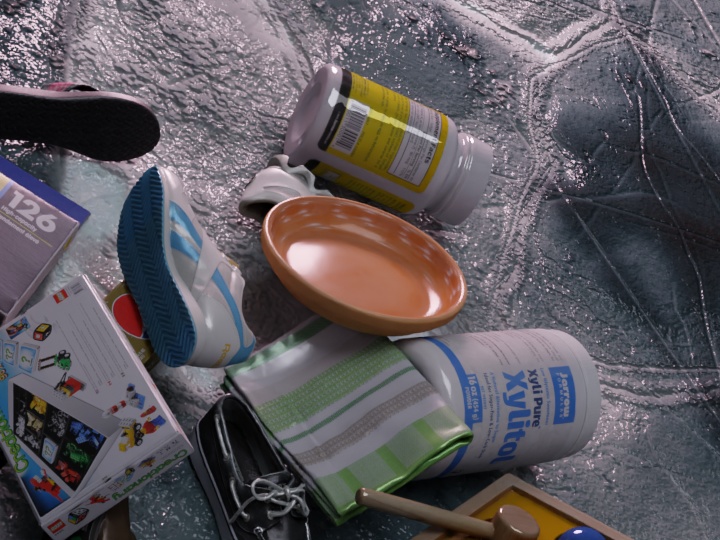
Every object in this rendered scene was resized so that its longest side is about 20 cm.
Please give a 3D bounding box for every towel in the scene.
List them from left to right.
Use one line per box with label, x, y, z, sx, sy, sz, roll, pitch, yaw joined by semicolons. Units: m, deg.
towel;-0.015;0.116;1.530;0.149;0.031;0.200;-32;49;-15

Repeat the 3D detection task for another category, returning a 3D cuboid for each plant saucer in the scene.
plant saucer;0.000;0.000;1.616;0.200;0.037;0.200;17;29;-10

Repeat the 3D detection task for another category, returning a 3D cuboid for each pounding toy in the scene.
pounding toy;0.116;0.252;1.478;0.200;0.142;0.184;26;32;29

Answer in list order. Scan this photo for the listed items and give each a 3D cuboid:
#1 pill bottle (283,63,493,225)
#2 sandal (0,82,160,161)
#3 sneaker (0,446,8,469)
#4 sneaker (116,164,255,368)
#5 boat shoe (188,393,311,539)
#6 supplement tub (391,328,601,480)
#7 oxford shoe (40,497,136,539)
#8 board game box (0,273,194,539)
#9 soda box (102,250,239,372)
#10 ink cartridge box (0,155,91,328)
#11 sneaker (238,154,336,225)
pill bottle;0.030;-0.127;1.838;0.200;0.114;0.114;23;41;-17
sandal;-0.283;-0.151;1.663;0.200;0.075;0.045;7;36;-28
sneaker;-0.334;0.168;1.304;0.079;0.075;0.200;37;39;-3
sneaker;-0.152;-0.001;1.515;0.081;0.077;0.200;9;52;-42
boat shoe;-0.078;0.194;1.473;0.074;0.068;0.199;-1;53;-37
supplement tub;0.112;0.122;1.638;0.200;0.132;0.132;-3;54;-38
oxford shoe;-0.201;0.228;1.361;0.084;0.073;0.200;37;37;-29
board game box;-0.228;0.104;1.381;0.200;0.126;0.035;53;-6;40
soda box;-0.190;0.042;1.544;0.068;0.064;0.200;38;38;3
ink cartridge box;-0.353;-0.060;1.540;0.198;0.047;0.200;32;41;-5
sneaker;-0.036;-0.022;1.727;0.200;0.074;0.089;36;48;7
